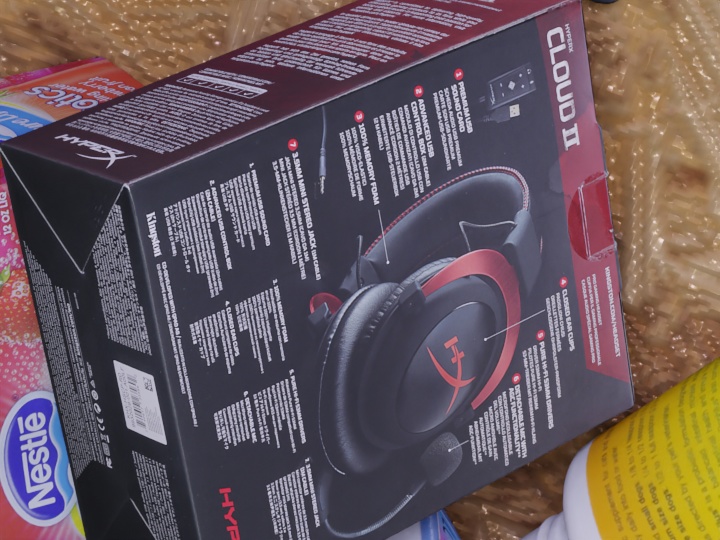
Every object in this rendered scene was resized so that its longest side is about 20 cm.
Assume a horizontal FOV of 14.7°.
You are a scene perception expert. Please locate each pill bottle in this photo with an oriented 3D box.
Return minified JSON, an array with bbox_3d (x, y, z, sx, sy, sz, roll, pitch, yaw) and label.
[{"bbox_3d":[0.144,0.076,0.917,0.200,0.109,0.109,-35,102,24],"label":"pill bottle"}]

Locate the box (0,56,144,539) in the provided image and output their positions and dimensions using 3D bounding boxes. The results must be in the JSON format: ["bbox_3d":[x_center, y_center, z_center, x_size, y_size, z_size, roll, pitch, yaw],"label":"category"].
[{"bbox_3d":[-0.101,0.041,0.948,0.095,0.100,0.200,-14,116,-22],"label":"box"}]

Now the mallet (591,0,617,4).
[{"bbox_3d":[0.114,-0.168,0.857,0.066,0.041,0.200,17,121,9],"label":"mallet"}]

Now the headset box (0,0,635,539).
[{"bbox_3d":[0.000,0.000,0.886,0.075,0.200,0.149,19,126,49],"label":"headset box"}]

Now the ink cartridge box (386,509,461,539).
[{"bbox_3d":[0.037,0.192,0.916,0.076,0.137,0.200,-24,112,9],"label":"ink cartridge box"}]
